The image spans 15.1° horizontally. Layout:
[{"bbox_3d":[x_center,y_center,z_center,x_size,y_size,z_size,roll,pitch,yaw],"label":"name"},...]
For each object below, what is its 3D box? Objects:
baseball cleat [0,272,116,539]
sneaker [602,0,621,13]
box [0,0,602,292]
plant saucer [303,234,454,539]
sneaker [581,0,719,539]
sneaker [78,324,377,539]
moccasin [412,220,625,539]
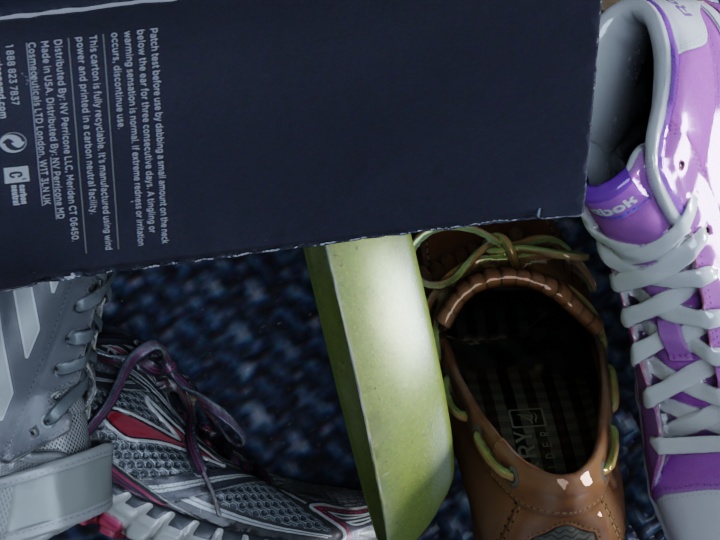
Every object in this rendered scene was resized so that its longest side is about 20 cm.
[{"bbox_3d":[-0.103,0.022,0.920,0.106,0.070,0.200,43,101,4],"label":"baseball cleat"},{"bbox_3d":[0.140,-0.053,1.019,0.090,0.067,0.201,-37,118,-17],"label":"sneaker"},{"bbox_3d":[-0.039,-0.107,0.828,0.181,0.200,0.104,-7,134,-9],"label":"box"},{"bbox_3d":[0.000,0.000,0.933,0.031,0.200,0.201,-13,98,-2],"label":"plant saucer"},{"bbox_3d":[0.101,0.009,0.900,0.114,0.072,0.202,6,78,-54],"label":"sneaker"},{"bbox_3d":[-0.077,0.063,0.986,0.199,0.081,0.075,21,89,-13],"label":"sneaker"},{"bbox_3d":[0.052,0.024,0.956,0.073,0.202,0.078,0,128,-1],"label":"moccasin"}]
